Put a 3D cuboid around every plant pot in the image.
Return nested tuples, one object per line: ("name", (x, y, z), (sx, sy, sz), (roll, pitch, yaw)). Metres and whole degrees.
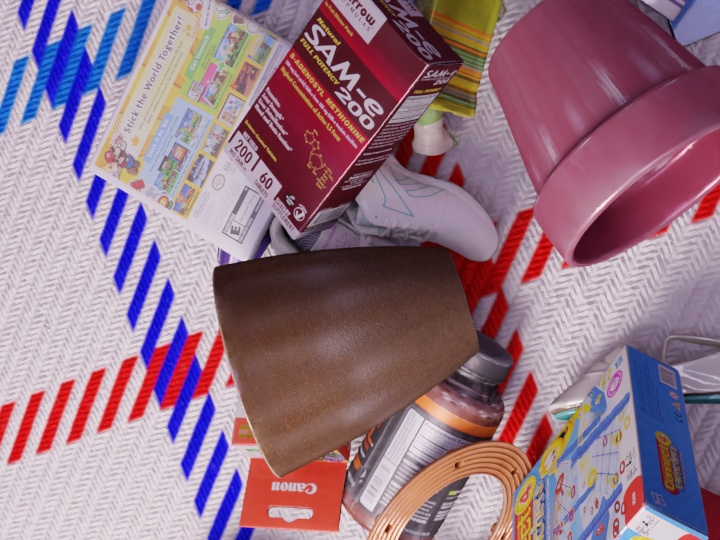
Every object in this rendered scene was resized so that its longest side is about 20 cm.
("plant pot", (0.206, -0.133, 0.928), (0.199, 0.199, 0.180), (-38, 70, 17))
("plant pot", (-0.004, 0.055, 0.954), (0.197, 0.187, 0.190), (-19, 92, 2))

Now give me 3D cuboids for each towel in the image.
("towel", (0.093, -0.232, 0.919), (0.018, 0.085, 0.203), (22, 102, 38))

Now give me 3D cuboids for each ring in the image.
("ring", (0.078, 0.237, 1.019), (0.019, 0.199, 0.203), (41, 109, 45))

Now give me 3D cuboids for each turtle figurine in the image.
("turtle figurine", (0.055, -0.221, 1.012), (0.141, 0.201, 0.197), (-1, 121, -9))

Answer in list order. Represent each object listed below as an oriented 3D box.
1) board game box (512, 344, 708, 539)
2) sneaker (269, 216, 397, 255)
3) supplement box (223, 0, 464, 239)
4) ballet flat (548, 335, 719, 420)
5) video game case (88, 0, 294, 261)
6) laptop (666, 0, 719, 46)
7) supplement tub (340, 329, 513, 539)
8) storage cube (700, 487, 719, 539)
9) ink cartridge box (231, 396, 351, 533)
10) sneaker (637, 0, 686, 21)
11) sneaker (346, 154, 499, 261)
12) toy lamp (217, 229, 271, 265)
("board game box", (0.194, 0.197, 0.908), (0.055, 0.201, 0.197), (26, 121, -7))
("sneaker", (0.000, 0.000, 1.040), (0.197, 0.100, 0.076), (20, 77, 12))
("supplement box", (-0.019, -0.134, 0.911), (0.109, 0.061, 0.200), (50, 124, 15))
("ballet flat", (0.267, 0.094, 1.001), (0.196, 0.069, 0.071), (-8, 95, 14))
("video game case", (-0.136, -0.139, 1.041), (0.180, 0.023, 0.202), (30, 102, 1))
("laptop", (0.326, -0.312, 0.901), (0.114, 0.200, 0.190), (-21, 92, -16))
("supplement tub", (0.066, 0.152, 1.040), (0.106, 0.107, 0.202), (31, 104, 10))
("storage cube", (0.280, 0.295, 0.928), (0.198, 0.180, 0.173), (25, 105, -13))
("ink cartridge box", (-0.063, 0.141, 1.056), (0.107, 0.050, 0.203), (-1, 65, 18))
("sneaker", (0.215, -0.313, 0.945), (0.199, 0.072, 0.115), (35, 111, 14))
("sneaker", (0.034, -0.057, 1.017), (0.199, 0.071, 0.081), (32, 61, -4))
("toy lamp", (-0.092, -0.094, 1.083), (0.058, 0.058, 0.203), (24, 101, 12))
